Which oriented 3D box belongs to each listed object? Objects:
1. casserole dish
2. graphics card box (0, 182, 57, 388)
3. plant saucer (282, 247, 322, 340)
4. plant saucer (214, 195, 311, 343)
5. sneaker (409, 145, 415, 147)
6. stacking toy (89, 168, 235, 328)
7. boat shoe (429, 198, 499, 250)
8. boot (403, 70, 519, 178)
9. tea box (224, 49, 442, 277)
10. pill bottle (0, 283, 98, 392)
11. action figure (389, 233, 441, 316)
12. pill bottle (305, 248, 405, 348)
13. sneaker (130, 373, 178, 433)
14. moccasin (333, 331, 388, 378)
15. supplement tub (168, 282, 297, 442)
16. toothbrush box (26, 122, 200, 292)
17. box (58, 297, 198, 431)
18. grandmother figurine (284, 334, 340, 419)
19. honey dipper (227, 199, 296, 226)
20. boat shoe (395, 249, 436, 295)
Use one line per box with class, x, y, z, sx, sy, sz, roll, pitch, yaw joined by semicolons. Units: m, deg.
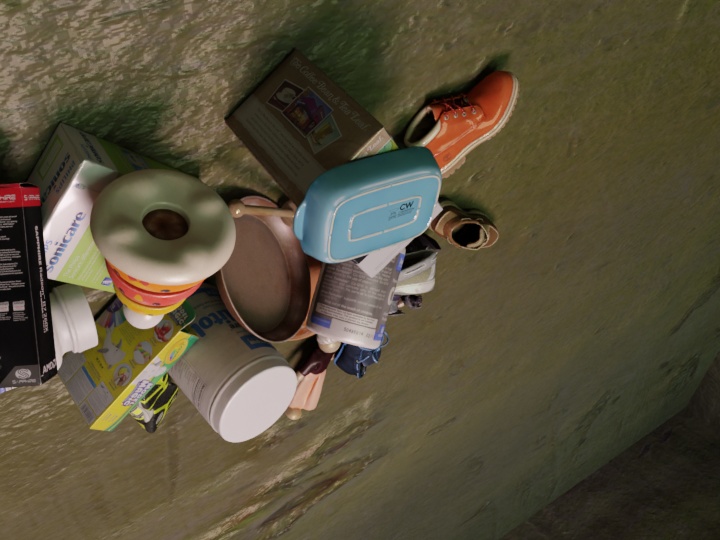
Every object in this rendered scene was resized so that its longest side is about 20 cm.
casserole dish;0.018;-0.068;0.813;0.199;0.039;0.122;-19;138;-30
graphics card box;-0.381;0.017;0.725;0.124;0.051;0.202;-4;95;-3
plant saucer;-0.082;0.025;1.155;0.199;0.037;0.201;-26;142;-23
plant saucer;-0.136;0.000;0.985;0.034;0.202;0.200;-13;157;29
sneaker;0.053;-0.104;1.100;0.104;0.076;0.201;-26;155;-12
stacking toy;-0.224;0.003;0.797;0.145;0.147;0.201;-15;151;-32
boat shoe;0.191;-0.066;1.289;0.199;0.074;0.076;11;119;-48
boot;0.152;-0.234;1.087;0.200;0.075;0.107;-47;139;7
tea box;-0.031;-0.131;0.905;0.134;0.200;0.197;-43;143;2
pill bottle;-0.414;0.081;0.832;0.199;0.112;0.113;-21;139;-28
action figure;0.064;0.029;1.274;0.129;0.069;0.201;-6;133;-47
pill bottle;0.000;0.000;1.034;0.113;0.113;0.202;16;91;-50
sneaker;-0.321;0.177;1.065;0.201;0.076;0.076;105;10;-57
moccasin;0.011;0.131;1.277;0.081;0.068;0.200;-51;174;-26
supplement tub;-0.194;0.121;0.996;0.131;0.200;0.133;-33;144;-28
toothbrush box;-0.280;-0.057;0.840;0.199;0.086;0.146;17;113;-51
box;-0.301;0.097;0.951;0.200;0.117;0.048;-47;152;5
grandmother figurine;-0.077;0.169;1.284;0.121;0.060;0.201;-48;166;-57
honey dipper;-0.118;-0.080;0.959;0.038;0.038;0.200;-53;163;14
boat shoe;0.031;0.004;1.144;0.200;0.074;0.065;-4;114;-23
